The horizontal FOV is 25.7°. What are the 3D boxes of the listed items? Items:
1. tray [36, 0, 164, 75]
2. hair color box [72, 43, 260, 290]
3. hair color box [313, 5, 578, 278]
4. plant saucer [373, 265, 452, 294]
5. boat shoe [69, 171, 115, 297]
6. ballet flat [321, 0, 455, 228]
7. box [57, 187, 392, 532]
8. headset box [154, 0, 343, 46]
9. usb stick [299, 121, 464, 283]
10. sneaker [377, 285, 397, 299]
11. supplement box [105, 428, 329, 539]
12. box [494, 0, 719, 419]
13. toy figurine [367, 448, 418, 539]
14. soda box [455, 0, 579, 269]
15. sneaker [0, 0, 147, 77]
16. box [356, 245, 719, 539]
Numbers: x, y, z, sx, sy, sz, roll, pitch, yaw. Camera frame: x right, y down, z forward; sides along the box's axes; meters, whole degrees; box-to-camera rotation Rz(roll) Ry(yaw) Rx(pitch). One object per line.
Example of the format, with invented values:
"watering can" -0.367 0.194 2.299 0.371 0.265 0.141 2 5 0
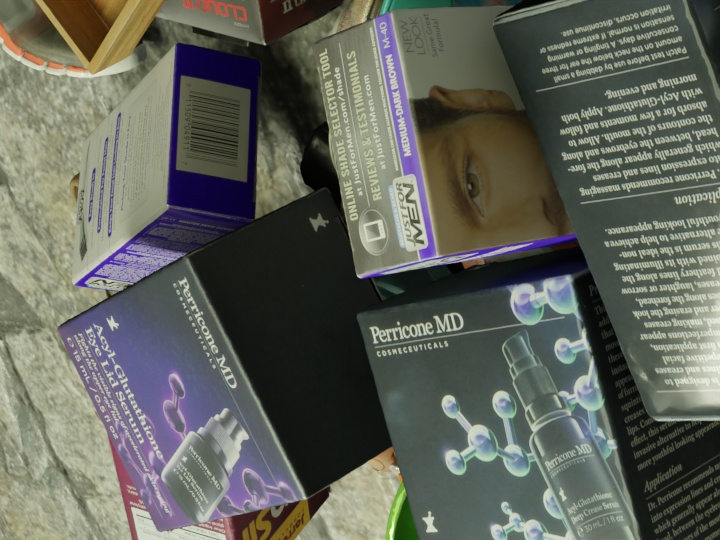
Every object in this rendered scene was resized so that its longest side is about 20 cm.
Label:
"tray" -0.140 -0.207 0.909 0.099 0.037 0.200 53 144 3
"hair color box" -0.133 -0.061 1.054 0.200 0.065 0.110 -26 58 58
"hair color box" 0.080 -0.066 0.743 0.065 0.199 0.110 -13 87 52
"plant saucer" 0.000 0.000 1.018 0.070 0.019 0.200 54 158 -16
"boat shoe" -0.168 0.007 1.209 0.071 0.064 0.201 3 120 47
"ballet flat" 0.007 -0.092 0.834 0.067 0.068 0.201 35 138 37
"box" -0.071 0.057 0.923 0.200 0.104 0.149 -26 91 56
"headset box" -0.095 -0.232 0.934 0.148 0.077 0.201 21 130 37
"usb stick" 0.040 -0.020 0.982 0.200 0.033 0.056 40 145 20
"sneaker" -0.033 0.030 1.006 0.199 0.072 0.072 9 151 48
"supplement box" -0.106 0.118 1.159 0.103 0.131 0.201 12 128 26
"box" 0.173 -0.056 0.697 0.107 0.148 0.201 -6 113 50
"toy figurine" 0.036 0.118 1.049 0.184 0.150 0.200 36 166 44
"soda box" 0.074 -0.073 0.879 0.068 0.063 0.201 -6 113 50
"sneaker" -0.229 -0.205 1.108 0.200 0.077 0.082 33 132 26
"box" 0.107 0.094 0.802 0.148 0.107 0.201 -13 95 46
